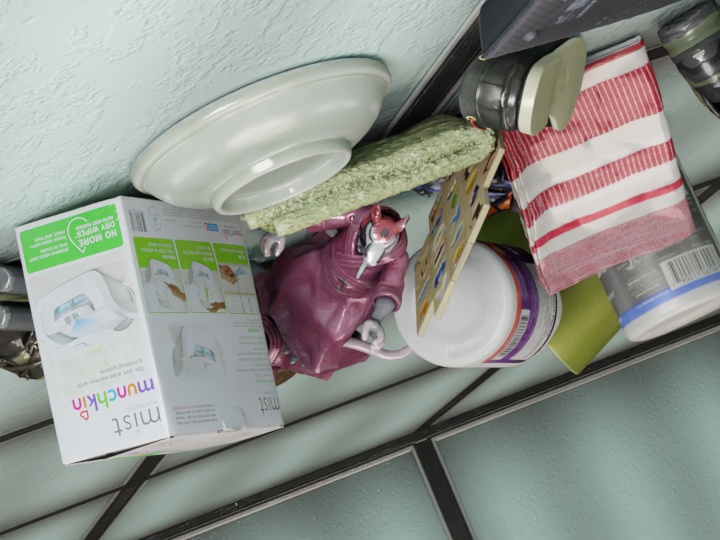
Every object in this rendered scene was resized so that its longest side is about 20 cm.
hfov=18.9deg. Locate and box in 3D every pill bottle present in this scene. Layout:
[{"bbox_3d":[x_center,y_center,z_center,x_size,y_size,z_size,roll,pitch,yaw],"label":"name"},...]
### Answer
[{"bbox_3d":[0.113,0.031,1.926,0.111,0.112,0.200,-27,168,18],"label":"pill bottle"},{"bbox_3d":[0.255,-0.047,1.981,0.113,0.201,0.114,-22,168,-5],"label":"pill bottle"}]

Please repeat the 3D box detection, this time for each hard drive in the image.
[{"bbox_3d":[0.181,-0.207,1.470,0.199,0.043,0.135,-19,169,-23],"label":"hard drive"}]

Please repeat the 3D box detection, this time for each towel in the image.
[{"bbox_3d":[0.194,-0.084,1.802,0.143,0.023,0.201,-23,125,-3],"label":"towel"},{"bbox_3d":[0.001,-0.074,1.664,0.199,0.037,0.148,-20,-171,-5],"label":"towel"}]

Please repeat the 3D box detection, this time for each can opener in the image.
[{"bbox_3d":[-0.277,0.017,1.604,0.066,0.053,0.200,10,-178,24],"label":"can opener"}]

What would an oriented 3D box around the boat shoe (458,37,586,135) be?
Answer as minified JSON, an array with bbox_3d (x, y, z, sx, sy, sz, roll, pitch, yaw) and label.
[{"bbox_3d":[0.127,-0.142,1.634,0.063,0.074,0.201,13,-166,17],"label":"boat shoe"}]

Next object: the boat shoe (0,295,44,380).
[{"bbox_3d":[-0.260,0.054,1.737,0.071,0.066,0.200,-28,168,27],"label":"boat shoe"}]

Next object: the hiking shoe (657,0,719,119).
[{"bbox_3d":[0.306,-0.161,1.801,0.075,0.101,0.200,-27,169,25],"label":"hiking shoe"}]

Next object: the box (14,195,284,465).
[{"bbox_3d":[-0.149,0.045,1.600,0.096,0.178,0.200,-15,174,21],"label":"box"}]

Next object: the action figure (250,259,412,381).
[{"bbox_3d":[-0.056,0.068,1.927,0.148,0.135,0.199,15,-165,35],"label":"action figure"}]

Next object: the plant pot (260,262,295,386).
[{"bbox_3d":[-0.121,0.072,2.057,0.200,0.093,0.201,-23,168,-5],"label":"plant pot"}]

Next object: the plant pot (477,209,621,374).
[{"bbox_3d":[0.232,-0.033,2.142,0.200,0.188,0.187,-40,167,7],"label":"plant pot"}]

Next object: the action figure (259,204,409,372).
[{"bbox_3d":[0.000,0.000,1.796,0.149,0.134,0.200,-32,172,-39],"label":"action figure"}]

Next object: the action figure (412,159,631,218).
[{"bbox_3d":[0.122,-0.091,1.871,0.198,0.105,0.194,7,151,-17],"label":"action figure"}]

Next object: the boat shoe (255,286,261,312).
[{"bbox_3d":[-0.161,0.021,1.798,0.066,0.075,0.199,-26,160,31],"label":"boat shoe"}]

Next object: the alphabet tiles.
[{"bbox_3d":[0.076,-0.046,1.699,0.200,0.006,0.167,-89,-159,-66],"label":"alphabet tiles"}]

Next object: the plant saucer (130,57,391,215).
[{"bbox_3d":[-0.063,-0.084,1.533,0.199,0.051,0.200,-22,169,-5],"label":"plant saucer"}]
